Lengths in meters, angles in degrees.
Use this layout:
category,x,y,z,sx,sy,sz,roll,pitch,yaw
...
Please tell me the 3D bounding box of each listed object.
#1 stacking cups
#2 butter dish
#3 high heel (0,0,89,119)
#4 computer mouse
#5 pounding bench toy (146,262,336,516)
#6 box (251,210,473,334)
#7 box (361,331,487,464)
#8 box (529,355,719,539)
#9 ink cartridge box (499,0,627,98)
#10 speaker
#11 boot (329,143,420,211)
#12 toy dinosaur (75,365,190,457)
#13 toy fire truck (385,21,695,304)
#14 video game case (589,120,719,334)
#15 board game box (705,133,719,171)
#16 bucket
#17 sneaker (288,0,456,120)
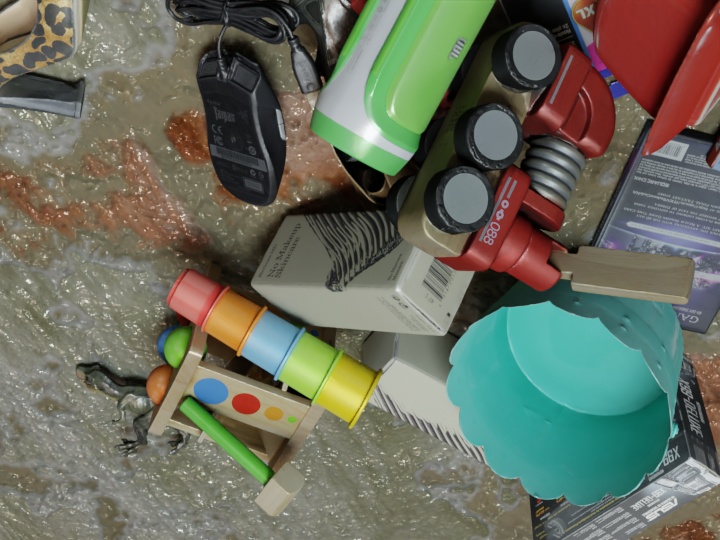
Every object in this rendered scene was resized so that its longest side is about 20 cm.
category,x,y,z,sx,sy,sz,roll,pitch,yaw
stacking cups,-0.078,0.064,0.955,0.199,0.061,0.061,31,126,-1
butter dish,0.227,-0.215,0.757,0.147,0.200,0.200,37,166,15
high heel,-0.288,-0.204,0.854,0.141,0.072,0.201,8,137,-11
computer mouse,-0.075,-0.140,0.886,0.139,0.046,0.202,14,132,34
pounding bench toy,-0.121,0.118,1.017,0.155,0.201,0.125,22,127,-14
box,0.000,0.000,0.923,0.199,0.083,0.068,-1,146,49
box,0.098,0.124,1.086,0.199,0.083,0.068,30,125,-17
box,0.253,0.186,1.075,0.050,0.159,0.200,34,122,-22
ink cartridge box,0.165,-0.207,0.852,0.094,0.037,0.201,-20,126,19
speaker,0.041,-0.174,0.775,0.088,0.089,0.201,26,100,-17
boot,0.024,-0.067,0.944,0.073,0.076,0.201,-24,124,19
toy dinosaur,-0.213,0.158,1.156,0.198,0.048,0.089,15,121,-12
toy fire truck,0.148,-0.063,0.799,0.199,0.177,0.128,30,169,-19
video game case,0.290,-0.033,0.989,0.141,0.019,0.201,12,128,-6
board game box,0.374,-0.155,0.876,0.102,0.020,0.201,18,121,-9
bucket,0.192,0.092,0.981,0.205,0.135,0.209,13,119,23
sneaker,0.018,-0.169,0.867,0.097,0.071,0.200,-32,118,25
